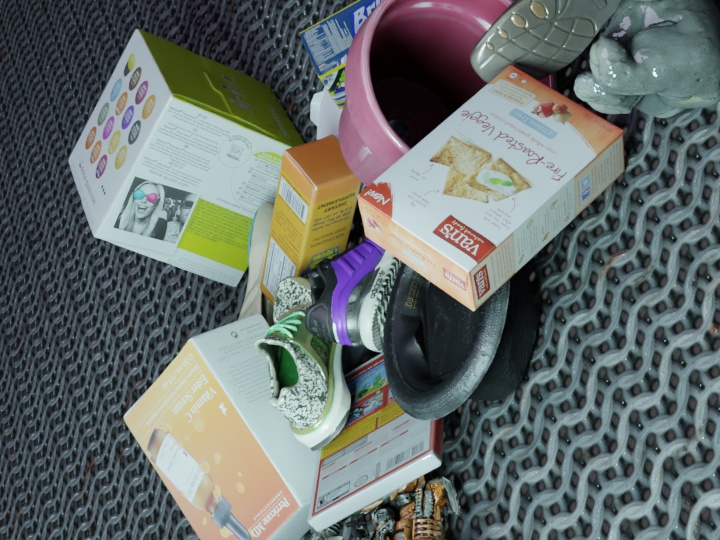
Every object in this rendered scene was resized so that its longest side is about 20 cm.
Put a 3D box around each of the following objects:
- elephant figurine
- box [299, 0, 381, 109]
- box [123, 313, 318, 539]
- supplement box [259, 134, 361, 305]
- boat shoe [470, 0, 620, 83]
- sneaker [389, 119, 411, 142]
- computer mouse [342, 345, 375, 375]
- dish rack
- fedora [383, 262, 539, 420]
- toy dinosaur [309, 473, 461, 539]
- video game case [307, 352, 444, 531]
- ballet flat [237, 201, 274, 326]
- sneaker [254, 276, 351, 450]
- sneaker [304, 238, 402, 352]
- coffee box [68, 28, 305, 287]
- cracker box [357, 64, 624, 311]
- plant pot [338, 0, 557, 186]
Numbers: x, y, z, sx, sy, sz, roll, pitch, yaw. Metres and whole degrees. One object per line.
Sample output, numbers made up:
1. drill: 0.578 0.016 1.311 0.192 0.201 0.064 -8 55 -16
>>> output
1. elephant figurine: 0.243 -0.235 1.394 0.141 0.153 0.203 146 130 -78
2. box: 0.044 -0.247 1.704 0.199 0.070 0.065 -27 61 6
3. box: -0.116 0.174 1.690 0.201 0.106 0.152 54 129 15
4. supplement box: -0.052 -0.041 1.765 0.069 0.066 0.201 50 145 30
5. boat shoe: 0.184 -0.239 1.539 0.199 0.075 0.073 -36 19 2
6. sneaker: 0.047 -0.145 1.761 0.091 0.077 0.202 133 150 -63
7. computer mouse: -0.027 0.075 1.705 0.138 0.053 0.201 37 100 22
8. dish rack: -0.023 -0.151 1.838 0.172 0.043 0.202 119 156 -58
9. fedora: 0.102 0.045 1.512 0.200 0.091 0.203 -37 43 44
10. toy dinosaur: 0.033 0.222 1.553 0.135 0.102 0.201 -40 20 19
11. video game case: 0.019 0.140 1.569 0.142 0.017 0.201 -32 26 24
12. ballet flat: -0.095 0.018 1.903 0.069 0.069 0.202 -16 61 55
13. sneaker: -0.063 0.071 1.626 0.077 0.088 0.201 -35 42 21
14. sneaker: 0.000 0.000 1.641 0.098 0.070 0.201 1 34 22
15. coffee box: -0.208 -0.136 2.033 0.199 0.199 0.200 -58 32 18
16. cracker box: 0.113 -0.074 1.450 0.134 0.058 0.200 34 65 32
17. plant pot: 0.065 -0.154 1.618 0.179 0.198 0.202 140 142 -66
